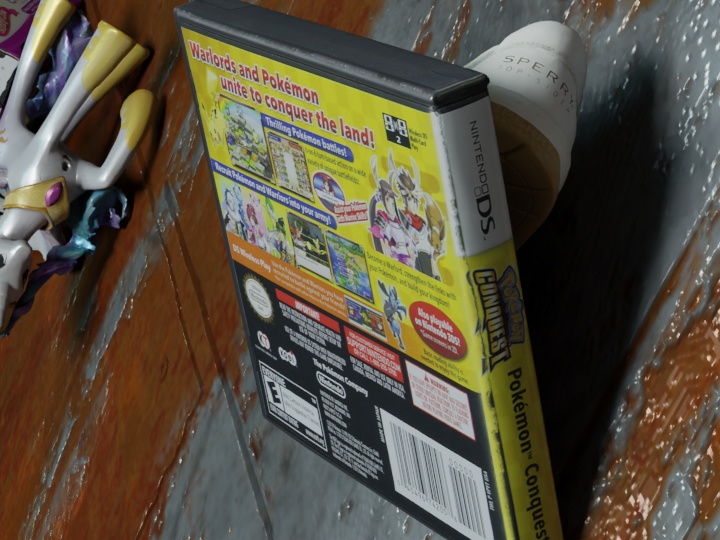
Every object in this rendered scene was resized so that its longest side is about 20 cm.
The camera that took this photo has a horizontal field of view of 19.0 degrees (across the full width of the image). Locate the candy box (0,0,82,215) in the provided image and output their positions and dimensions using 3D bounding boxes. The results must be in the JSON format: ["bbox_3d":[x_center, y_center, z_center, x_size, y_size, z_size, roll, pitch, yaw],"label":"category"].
[{"bbox_3d":[-0.265,-0.090,1.456,0.137,0.061,0.201,-65,-1,-65],"label":"candy box"}]

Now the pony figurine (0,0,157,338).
[{"bbox_3d":[-0.208,-0.065,1.304,0.201,0.166,0.193,-59,33,2],"label":"pony figurine"}]

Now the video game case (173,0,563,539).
[{"bbox_3d":[0.000,0.000,0.796,0.200,0.025,0.182,26,132,57],"label":"video game case"}]

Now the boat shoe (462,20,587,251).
[{"bbox_3d":[0.040,-0.033,0.824,0.070,0.071,0.200,-58,7,-26],"label":"boat shoe"}]
